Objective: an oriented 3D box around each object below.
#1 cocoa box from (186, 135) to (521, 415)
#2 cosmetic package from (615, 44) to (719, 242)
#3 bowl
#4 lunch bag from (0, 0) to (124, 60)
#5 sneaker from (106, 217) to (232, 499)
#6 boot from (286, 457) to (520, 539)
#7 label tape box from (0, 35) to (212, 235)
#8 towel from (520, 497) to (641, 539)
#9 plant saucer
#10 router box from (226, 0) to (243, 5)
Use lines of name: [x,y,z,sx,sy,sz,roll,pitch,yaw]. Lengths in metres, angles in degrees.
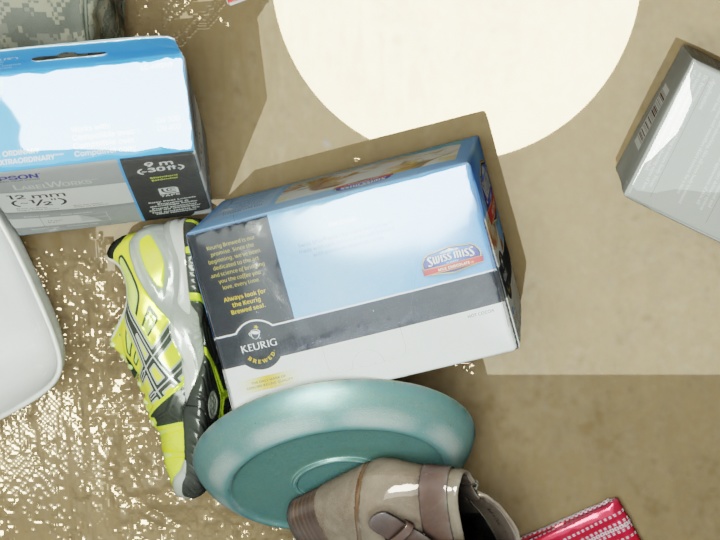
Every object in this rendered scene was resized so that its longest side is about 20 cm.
cocoa box: [0.000,0.000,1.188,0.198,0.133,0.132,-14,100,9]
cosmetic package: [0.285,-0.060,1.170,0.199,0.090,0.107,27,105,-3]
bowl: [-0.322,0.022,1.261,0.198,0.075,0.201,-24,99,11]
lunch bag: [-0.255,-0.197,1.172,0.198,0.139,0.169,1,103,7]
sneaker: [-0.137,0.064,1.257,0.076,0.075,0.202,-3,92,15]
boot: [0.045,0.201,1.209,0.145,0.071,0.200,-10,138,29]
label tape box: [-0.178,-0.086,1.146,0.142,0.200,0.067,-6,77,-1]
towel: [0.170,0.283,1.289,0.144,0.022,0.201,-25,98,10]
plant saucer: [-0.017,0.135,1.205,0.198,0.200,0.028,-13,58,9]
router box: [-0.077,-0.267,1.105,0.049,0.200,0.181,-19,100,11]
